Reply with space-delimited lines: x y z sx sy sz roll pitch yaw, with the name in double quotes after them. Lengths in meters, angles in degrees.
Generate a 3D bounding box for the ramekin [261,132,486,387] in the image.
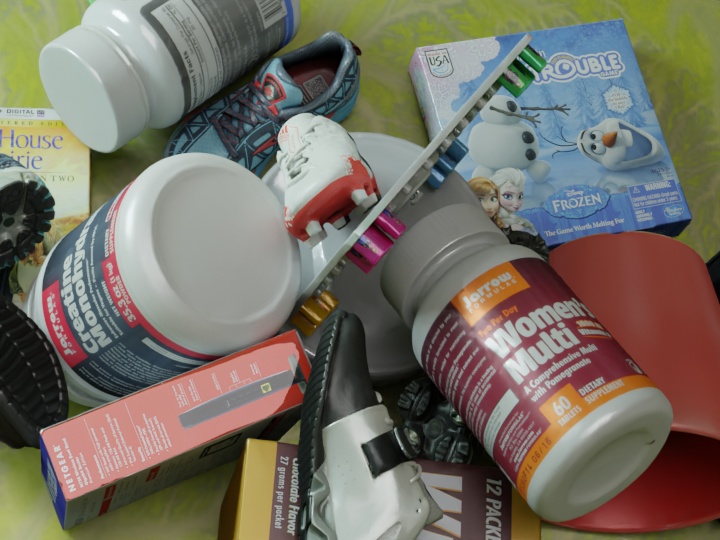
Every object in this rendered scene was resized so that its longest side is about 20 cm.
0.000 0.000 1.101 0.200 0.094 0.205 4 69 -10 "ramekin"

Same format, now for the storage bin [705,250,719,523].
0.328 0.090 1.102 0.093 0.135 0.202 -2 69 -13 "storage bin"

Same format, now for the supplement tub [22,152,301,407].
-0.146 0.014 0.992 0.139 0.199 0.142 15 62 -32 "supplement tub"

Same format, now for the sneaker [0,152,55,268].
-0.316 -0.008 1.035 0.199 0.078 0.086 -40 44 -6 "sneaker"

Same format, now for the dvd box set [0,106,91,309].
-0.283 -0.033 1.095 0.144 0.029 0.202 1 69 -10 "dvd box set"

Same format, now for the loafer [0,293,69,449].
-0.279 0.045 0.961 0.201 0.071 0.073 53 29 -2 "loafer"

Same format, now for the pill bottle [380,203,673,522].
0.101 0.054 0.906 0.109 0.110 0.200 -26 56 -19 "pill bottle"

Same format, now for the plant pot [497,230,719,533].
0.202 0.081 1.064 0.198 0.201 0.179 7 59 -8 "plant pot"

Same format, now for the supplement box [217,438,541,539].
0.003 0.216 0.960 0.197 0.198 0.134 8 67 -8 "supplement box"

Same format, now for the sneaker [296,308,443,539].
0.006 0.125 0.854 0.087 0.074 0.203 4 76 -9 "sneaker"

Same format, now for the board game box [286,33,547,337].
0.035 -0.053 0.968 0.026 0.200 0.200 41 67 0 "board game box"

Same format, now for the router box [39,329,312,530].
-0.131 0.116 0.972 0.178 0.200 0.049 -21 80 -18 "router box"

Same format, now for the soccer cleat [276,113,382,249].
-0.030 -0.069 0.970 0.068 0.200 0.086 -34 91 9 "soccer cleat"

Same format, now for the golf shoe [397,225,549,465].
0.081 0.064 1.019 0.077 0.088 0.202 21 77 21 "golf shoe"

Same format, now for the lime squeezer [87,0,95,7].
-0.187 -0.238 1.190 0.070 0.038 0.201 28 66 1 "lime squeezer"

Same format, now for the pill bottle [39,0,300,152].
-0.152 -0.186 1.121 0.114 0.114 0.200 45 60 9 "pill bottle"

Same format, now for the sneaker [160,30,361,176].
-0.083 -0.135 1.137 0.199 0.096 0.079 -38 79 -21 "sneaker"

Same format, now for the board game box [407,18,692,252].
0.161 -0.110 1.201 0.198 0.043 0.201 -11 70 -14 "board game box"
